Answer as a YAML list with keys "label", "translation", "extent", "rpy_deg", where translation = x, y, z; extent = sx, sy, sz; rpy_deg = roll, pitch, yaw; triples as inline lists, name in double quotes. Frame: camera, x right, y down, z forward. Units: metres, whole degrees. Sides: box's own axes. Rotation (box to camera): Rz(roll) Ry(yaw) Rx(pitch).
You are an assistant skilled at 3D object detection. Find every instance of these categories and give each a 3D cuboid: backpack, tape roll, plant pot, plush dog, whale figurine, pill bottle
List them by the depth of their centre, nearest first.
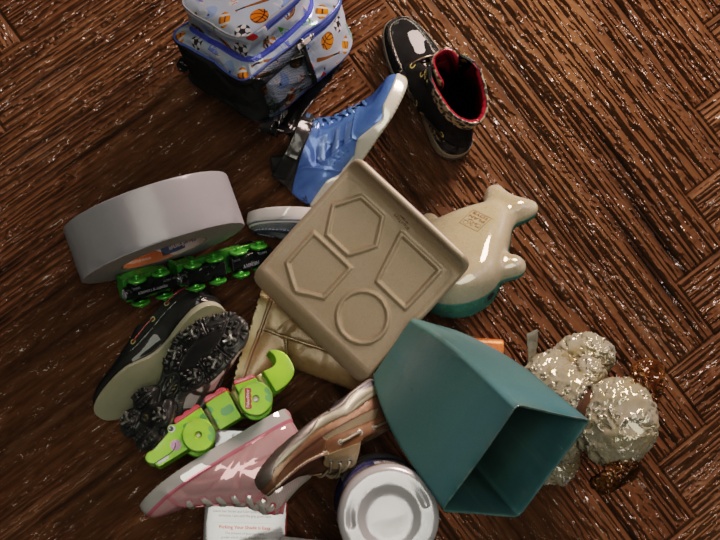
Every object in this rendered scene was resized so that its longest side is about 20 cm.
- label: "plant pot"
  translation: [0.117, 0.152, 1.187]
  extent: [0.141, 0.141, 0.200]
  rpy_deg: [-57, 46, 15]
- label: "pill bottle"
  translation: [0.025, 0.270, 1.222]
  extent: [0.111, 0.200, 0.111]
  rpy_deg: [0, 86, -3]
- label: "tape roll"
  translation: [-0.239, -0.049, 1.235]
  extent: [0.200, 0.200, 0.066]
  rpy_deg: [-21, 86, -7]
- label: "plush dog"
  translation: [0.270, 0.165, 1.251]
  extent: [0.171, 0.160, 0.200]
  rpy_deg: [14, 79, 38]
- label: "backpack"
  translation: [-0.112, -0.290, 1.287]
  extent: [0.190, 0.154, 0.200]
  rpy_deg: [-37, 56, -24]
- label: "whale figurine"
  translation: [0.139, -0.021, 1.325]
  extent: [0.159, 0.104, 0.200]
  rpy_deg: [27, 57, 29]

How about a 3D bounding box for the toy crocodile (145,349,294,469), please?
- label: "toy crocodile"
  translation: [-0.161, 0.163, 1.218]
  extent: [0.200, 0.068, 0.062]
  rpy_deg: [-32, 80, -10]

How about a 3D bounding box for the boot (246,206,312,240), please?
- label: "boot"
  translation: [-0.047, -0.027, 1.298]
  extent: [0.199, 0.073, 0.091]
  rpy_deg: [3, 83, 15]

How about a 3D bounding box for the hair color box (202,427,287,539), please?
- label: "hair color box"
  translation: [-0.138, 0.292, 1.277]
  extent: [0.101, 0.061, 0.201]
  rpy_deg: [3, 84, -5]

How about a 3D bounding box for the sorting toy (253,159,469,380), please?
- label: "sorting toy"
  translation: [0.000, 0.000, 1.248]
  extent: [0.185, 0.036, 0.200]
  rpy_deg: [43, 102, 6]

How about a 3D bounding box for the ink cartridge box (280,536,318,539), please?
- label: "ink cartridge box"
  translation: [-0.038, 0.370, 1.209]
  extent: [0.200, 0.116, 0.068]
  rpy_deg: [55, 51, -23]

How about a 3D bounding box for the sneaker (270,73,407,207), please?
- label: "sneaker"
  translation: [-0.035, -0.180, 1.318]
  extent: [0.111, 0.077, 0.200]
  rpy_deg: [35, 100, -5]

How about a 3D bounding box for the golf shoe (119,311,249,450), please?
- label: "golf shoe"
  translation: [-0.198, 0.132, 1.268]
  extent: [0.200, 0.094, 0.078]
  rpy_deg: [-46, 62, 6]

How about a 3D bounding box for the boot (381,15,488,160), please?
- label: "boot"
  translation: [0.093, -0.242, 1.309]
  extent: [0.073, 0.151, 0.200]
  rpy_deg: [-22, 86, -7]

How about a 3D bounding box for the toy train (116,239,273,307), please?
- label: "toy train"
  translation: [-0.199, 0.000, 1.280]
  extent: [0.200, 0.056, 0.042]
  rpy_deg: [-17, 113, -30]

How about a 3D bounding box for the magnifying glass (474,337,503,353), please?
- label: "magnifying glass"
  translation: [0.081, 0.094, 1.340]
  extent: [0.199, 0.022, 0.080]
  rpy_deg: [4, 84, -3]

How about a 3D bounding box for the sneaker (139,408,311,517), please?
- label: "sneaker"
  translation: [-0.145, 0.251, 1.211]
  extent: [0.200, 0.075, 0.105]
  rpy_deg: [-29, 81, -13]

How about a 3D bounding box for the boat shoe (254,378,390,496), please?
- label: "boat shoe"
  translation: [-0.032, 0.197, 1.190]
  extent: [0.200, 0.076, 0.072]
  rpy_deg: [-33, 84, -37]

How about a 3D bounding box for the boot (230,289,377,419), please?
- label: "boot"
  translation: [-0.049, 0.125, 1.291]
  extent: [0.199, 0.066, 0.176]
  rpy_deg: [17, 89, 0]

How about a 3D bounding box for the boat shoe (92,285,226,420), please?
- label: "boat shoe"
  translation: [-0.250, 0.100, 1.291]
  extent: [0.201, 0.074, 0.063]
  rpy_deg: [-45, 47, 1]
